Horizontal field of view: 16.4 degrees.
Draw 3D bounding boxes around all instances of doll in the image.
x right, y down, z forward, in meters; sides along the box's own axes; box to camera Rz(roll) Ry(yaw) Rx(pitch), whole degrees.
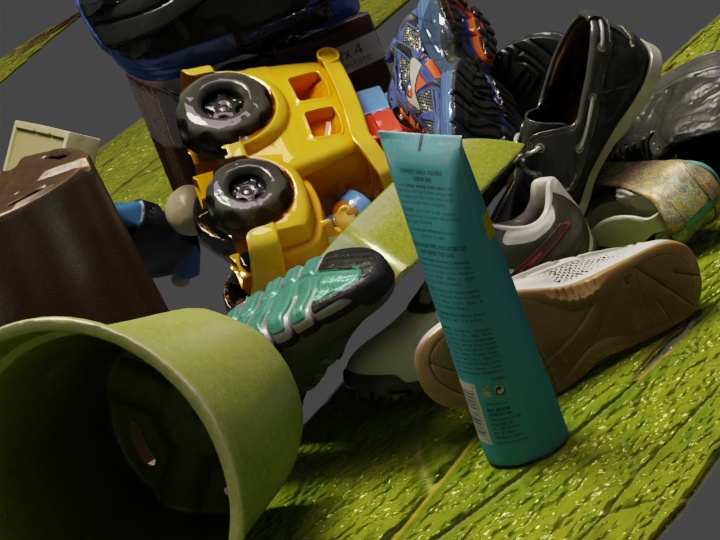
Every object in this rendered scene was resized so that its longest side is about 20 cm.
[{"bbox_3d":[-0.192,-0.020,1.971,0.200,0.136,0.049,-21,52,36],"label":"doll"}]

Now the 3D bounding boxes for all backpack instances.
[{"bbox_3d":[-0.114,-0.224,1.880,0.199,0.163,0.168,-21,-11,0],"label":"backpack"}]

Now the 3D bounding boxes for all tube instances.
[{"bbox_3d":[0.064,0.013,1.424,0.050,0.200,0.077,-34,23,-34],"label":"tube"}]

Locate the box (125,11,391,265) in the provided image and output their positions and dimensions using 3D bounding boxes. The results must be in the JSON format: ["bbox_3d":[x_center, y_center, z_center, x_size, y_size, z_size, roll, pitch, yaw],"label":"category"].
[{"bbox_3d":[-0.068,-0.112,2.015,0.166,0.165,0.200,-24,18,-13],"label":"box"}]

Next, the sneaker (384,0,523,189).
[{"bbox_3d":[0.061,-0.116,1.767,0.078,0.075,0.200,-42,32,27],"label":"sneaker"}]

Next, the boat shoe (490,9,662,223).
[{"bbox_3d":[0.125,-0.079,1.686,0.072,0.068,0.200,30,91,53],"label":"boat shoe"}]

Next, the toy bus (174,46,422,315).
[{"bbox_3d":[-0.025,-0.062,1.808,0.191,0.136,0.200,-14,48,-8],"label":"toy bus"}]

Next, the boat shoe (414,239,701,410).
[{"bbox_3d":[0.113,0.033,1.541,0.200,0.071,0.069,-19,14,-23],"label":"boat shoe"}]

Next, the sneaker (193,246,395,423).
[{"bbox_3d":[-0.043,0.057,1.541,0.200,0.088,0.074,-27,22,32],"label":"sneaker"}]

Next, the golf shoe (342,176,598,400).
[{"bbox_3d":[0.064,0.014,1.616,0.200,0.088,0.077,-30,21,-22],"label":"golf shoe"}]

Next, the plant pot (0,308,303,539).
[{"bbox_3d":[-0.125,0.105,1.429,0.200,0.201,0.184,-14,7,22],"label":"plant pot"}]

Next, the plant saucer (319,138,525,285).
[{"bbox_3d":[0.000,0.000,1.635,0.200,0.048,0.200,-47,-1,38],"label":"plant saucer"}]

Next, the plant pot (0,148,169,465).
[{"bbox_3d":[-0.218,0.037,1.684,0.200,0.199,0.200,-20,17,6],"label":"plant pot"}]

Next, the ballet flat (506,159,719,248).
[{"bbox_3d":[0.160,-0.041,1.719,0.071,0.071,0.200,-34,21,-36],"label":"ballet flat"}]

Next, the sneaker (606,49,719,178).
[{"bbox_3d":[0.220,-0.090,1.778,0.200,0.060,0.104,-31,32,31],"label":"sneaker"}]

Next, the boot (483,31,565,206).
[{"bbox_3d":[0.133,-0.133,1.897,0.200,0.076,0.168,-53,-4,39],"label":"boot"}]

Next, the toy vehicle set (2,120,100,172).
[{"bbox_3d":[-0.257,-0.012,1.918,0.026,0.201,0.124,13,2,-28],"label":"toy vehicle set"}]
